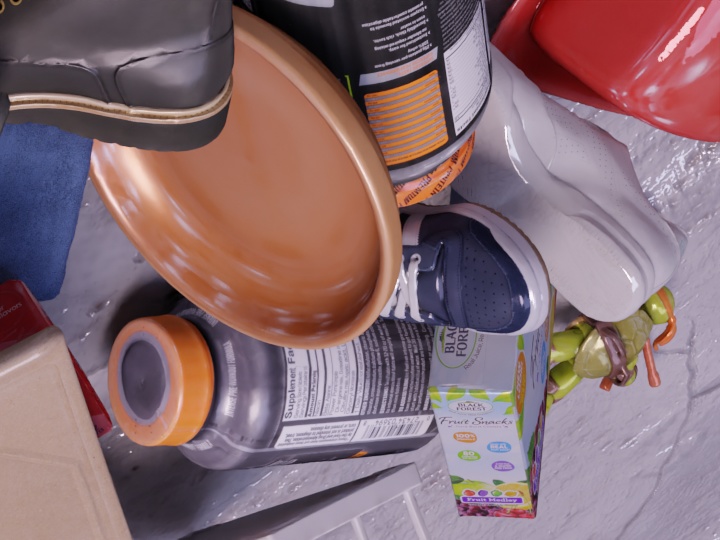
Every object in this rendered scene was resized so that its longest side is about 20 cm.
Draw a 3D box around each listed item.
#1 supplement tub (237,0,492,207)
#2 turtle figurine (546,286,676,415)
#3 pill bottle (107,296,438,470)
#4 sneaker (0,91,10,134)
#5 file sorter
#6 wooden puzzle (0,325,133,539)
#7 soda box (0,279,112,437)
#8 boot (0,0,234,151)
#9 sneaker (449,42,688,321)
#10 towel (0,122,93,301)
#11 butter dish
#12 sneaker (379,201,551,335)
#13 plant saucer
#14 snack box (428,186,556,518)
[{"bbox_3d":[0.002,-0.128,1.106,0.122,0.123,0.201,-29,145,-13],"label":"supplement tub"},{"bbox_3d":[0.155,0.056,1.510,0.160,0.065,0.201,-30,145,-12],"label":"turtle figurine"},{"bbox_3d":[-0.047,0.059,1.292,0.199,0.106,0.107,-1,131,-41],"label":"pill bottle"},{"bbox_3d":[-0.241,-0.021,0.964,0.114,0.076,0.200,29,121,-12],"label":"sneaker"},{"bbox_3d":[-0.058,0.214,1.332,0.199,0.126,0.138,-21,179,40],"label":"file sorter"},{"bbox_3d":[-0.204,0.121,1.033,0.184,0.037,0.201,-27,144,-15],"label":"wooden puzzle"},{"bbox_3d":[-0.223,0.092,1.070,0.199,0.070,0.064,-34,143,-8],"label":"soda box"},{"bbox_3d":[-0.147,-0.131,0.965,0.198,0.078,0.139,3,136,-12],"label":"boot"},{"bbox_3d":[0.101,-0.068,1.234,0.088,0.200,0.075,-37,177,-39],"label":"sneaker"},{"bbox_3d":[-0.221,-0.041,1.055,0.199,0.048,0.113,5,108,-45],"label":"towel"},{"bbox_3d":[0.205,-0.142,1.255,0.199,0.148,0.200,11,122,-48],"label":"butter dish"},{"bbox_3d":[0.000,0.000,1.178,0.108,0.199,0.071,-22,122,-37],"label":"sneaker"},{"bbox_3d":[-0.058,-0.052,1.090,0.037,0.199,0.201,-43,153,-36],"label":"plant saucer"},{"bbox_3d":[0.080,0.022,1.297,0.052,0.201,0.143,0,146,12],"label":"snack box"}]
